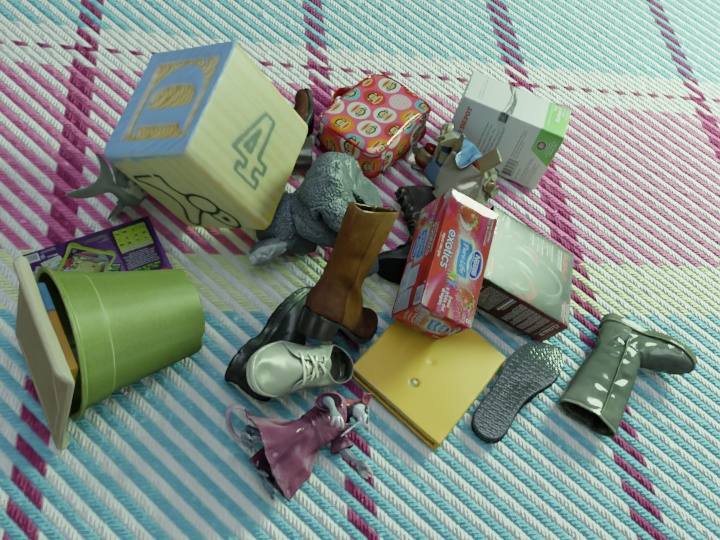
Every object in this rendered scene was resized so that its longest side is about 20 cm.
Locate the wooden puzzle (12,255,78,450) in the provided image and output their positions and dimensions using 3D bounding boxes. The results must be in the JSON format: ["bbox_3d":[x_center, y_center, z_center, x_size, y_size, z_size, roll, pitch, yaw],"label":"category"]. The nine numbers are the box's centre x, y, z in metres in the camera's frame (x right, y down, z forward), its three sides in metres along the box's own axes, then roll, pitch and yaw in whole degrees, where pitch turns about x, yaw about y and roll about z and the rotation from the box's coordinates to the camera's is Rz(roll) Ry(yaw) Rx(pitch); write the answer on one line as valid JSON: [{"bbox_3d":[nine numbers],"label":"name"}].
[{"bbox_3d":[-0.401,0.108,0.963,0.037,0.201,0.187,-16,61,-31],"label":"wooden puzzle"}]

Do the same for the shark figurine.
[{"bbox_3d":[-0.378,-0.115,1.176,0.089,0.215,0.128,-42,106,6],"label":"shark figurine"}]

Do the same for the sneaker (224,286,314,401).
[{"bbox_3d":[-0.114,0.110,1.120,0.090,0.076,0.201,39,64,1],"label":"sneaker"}]

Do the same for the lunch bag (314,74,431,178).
[{"bbox_3d":[0.015,-0.276,1.382,0.175,0.083,0.200,37,57,18],"label":"lunch bag"}]

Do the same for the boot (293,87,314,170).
[{"bbox_3d":[-0.182,-0.259,1.353,0.195,0.069,0.192,3,64,-3],"label":"boot"}]

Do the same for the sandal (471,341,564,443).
[{"bbox_3d":[0.241,0.186,1.172,0.199,0.043,0.076,-40,66,-21],"label":"sandal"}]

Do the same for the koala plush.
[{"bbox_3d":[-0.087,-0.085,1.195,0.196,0.185,0.180,-12,49,23],"label":"koala plush"}]

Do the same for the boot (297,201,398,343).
[{"bbox_3d":[0.000,0.000,1.099,0.068,0.203,0.187,31,12,37],"label":"boot"}]

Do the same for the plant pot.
[{"bbox_3d":[-0.322,0.076,1.030,0.187,0.201,0.202,-14,61,-36],"label":"plant pot"}]

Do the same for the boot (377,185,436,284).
[{"bbox_3d":[0.092,-0.071,1.287,0.196,0.070,0.177,-3,56,-25],"label":"boot"}]

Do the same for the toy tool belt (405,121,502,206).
[{"bbox_3d":[0.173,-0.197,1.316,0.123,0.124,0.201,10,32,-33],"label":"toy tool belt"}]

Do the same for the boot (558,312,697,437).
[{"bbox_3d":[0.429,0.178,1.199,0.179,0.073,0.201,21,47,18],"label":"boot"}]

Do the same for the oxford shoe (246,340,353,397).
[{"bbox_3d":[-0.079,0.135,1.052,0.198,0.057,0.077,6,78,-51],"label":"oxford shoe"}]

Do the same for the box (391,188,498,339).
[{"bbox_3d":[0.131,-0.009,1.161,0.094,0.099,0.203,26,66,-18],"label":"box"}]

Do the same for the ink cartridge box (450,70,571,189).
[{"bbox_3d":[0.267,-0.259,1.396,0.197,0.146,0.085,24,54,2],"label":"ink cartridge box"}]

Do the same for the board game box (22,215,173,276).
[{"bbox_3d":[-0.395,-0.002,1.140,0.197,0.033,0.121,-20,60,-24],"label":"board game box"}]

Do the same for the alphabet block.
[{"bbox_3d":[-0.229,-0.197,1.142,0.192,0.200,0.199,6,65,35],"label":"alphabet block"}]

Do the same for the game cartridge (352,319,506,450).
[{"bbox_3d":[0.107,0.149,1.166,0.176,0.033,0.200,40,55,13],"label":"game cartridge"}]

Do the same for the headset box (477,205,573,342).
[{"bbox_3d":[0.266,0.012,1.237,0.198,0.075,0.151,29,54,-17],"label":"headset box"}]

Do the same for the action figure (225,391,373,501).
[{"bbox_3d":[-0.066,0.226,1.048,0.198,0.136,0.148,-28,36,-30],"label":"action figure"}]
